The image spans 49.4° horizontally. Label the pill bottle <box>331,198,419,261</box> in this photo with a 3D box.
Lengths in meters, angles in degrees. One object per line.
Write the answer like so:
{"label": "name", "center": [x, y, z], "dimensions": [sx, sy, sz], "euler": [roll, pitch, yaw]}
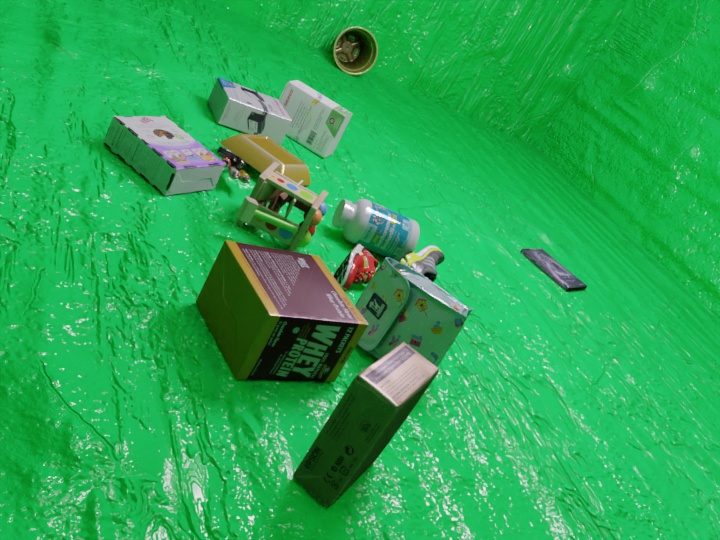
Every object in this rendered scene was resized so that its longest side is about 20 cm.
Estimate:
{"label": "pill bottle", "center": [0.034, -0.102, 1.882], "dimensions": [0.199, 0.111, 0.111], "euler": [21, 25, -19]}

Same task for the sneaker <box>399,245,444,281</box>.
{"label": "sneaker", "center": [0.155, -0.002, 1.896], "dimensions": [0.081, 0.074, 0.200], "euler": [48, 33, 14]}

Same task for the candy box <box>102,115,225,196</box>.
{"label": "candy box", "center": [-0.422, -0.252, 1.689], "dimensions": [0.200, 0.072, 0.168], "euler": [39, 25, 16]}

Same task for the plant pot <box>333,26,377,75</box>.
{"label": "plant pot", "center": [-0.041, -0.977, 3.454], "dimensions": [0.199, 0.201, 0.184], "euler": [21, 14, -21]}

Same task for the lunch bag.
{"label": "lunch bag", "center": [0.084, 0.092, 1.481], "dimensions": [0.199, 0.171, 0.122], "euler": [33, 16, 7]}

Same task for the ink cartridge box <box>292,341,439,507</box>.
{"label": "ink cartridge box", "center": [0.009, 0.215, 1.113], "dimensions": [0.075, 0.201, 0.165], "euler": [37, 24, 13]}

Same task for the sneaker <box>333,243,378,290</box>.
{"label": "sneaker", "center": [0.000, 0.000, 1.689], "dimensions": [0.085, 0.077, 0.200], "euler": [36, 24, -1]}

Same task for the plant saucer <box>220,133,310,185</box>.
{"label": "plant saucer", "center": [-0.229, -0.289, 1.989], "dimensions": [0.199, 0.049, 0.200], "euler": [35, 17, 11]}

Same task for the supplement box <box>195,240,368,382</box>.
{"label": "supplement box", "center": [-0.134, 0.072, 1.312], "dimensions": [0.199, 0.133, 0.197], "euler": [8, 32, -40]}

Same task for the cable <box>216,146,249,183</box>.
{"label": "cable", "center": [-0.306, -0.250, 1.823], "dimensions": [0.097, 0.050, 0.200], "euler": [39, -1, -21]}

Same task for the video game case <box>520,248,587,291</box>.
{"label": "video game case", "center": [0.615, -0.004, 2.490], "dimensions": [0.142, 0.019, 0.200], "euler": [-2, 40, -51]}

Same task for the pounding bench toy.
{"label": "pounding bench toy", "center": [-0.165, -0.117, 1.657], "dimensions": [0.155, 0.125, 0.200], "euler": [30, 24, -3]}

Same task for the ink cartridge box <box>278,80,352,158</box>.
{"label": "ink cartridge box", "center": [-0.146, -0.448, 2.307], "dimensions": [0.199, 0.145, 0.084], "euler": [32, 23, 5]}

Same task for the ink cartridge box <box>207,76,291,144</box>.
{"label": "ink cartridge box", "center": [-0.310, -0.445, 2.185], "dimensions": [0.199, 0.084, 0.145], "euler": [15, 28, -33]}
